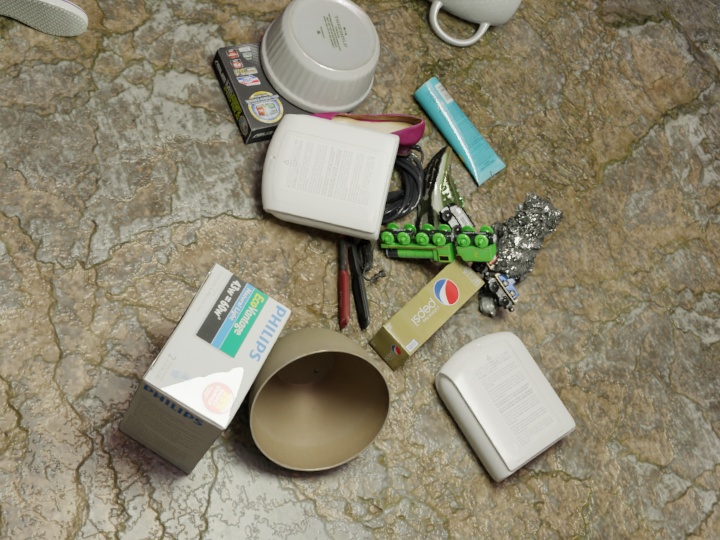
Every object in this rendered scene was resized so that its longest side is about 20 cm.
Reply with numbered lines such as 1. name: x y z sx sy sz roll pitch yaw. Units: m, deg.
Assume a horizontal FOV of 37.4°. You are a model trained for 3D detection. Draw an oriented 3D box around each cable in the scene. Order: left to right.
1. cable: 0.009 -0.165 1.762 0.197 0.051 0.166 19 67 -9

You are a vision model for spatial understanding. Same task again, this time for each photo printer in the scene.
1. photo printer: -0.052 -0.148 1.654 0.196 0.069 0.169 12 85 3
2. photo printer: 0.218 0.201 1.646 0.165 0.070 0.201 -27 77 -31

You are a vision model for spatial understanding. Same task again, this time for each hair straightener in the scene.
1. hair straightener: 0.000 0.000 1.680 0.076 0.041 0.203 7 58 -20

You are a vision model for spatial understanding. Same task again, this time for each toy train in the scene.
1. toy train: 0.122 -0.042 1.681 0.197 0.057 0.042 2 32 25
2. toy train: 0.195 -0.022 1.706 0.045 0.034 0.201 -34 91 -11

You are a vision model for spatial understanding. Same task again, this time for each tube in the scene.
1. tube: 0.173 -0.247 1.871 0.077 0.050 0.201 -36 87 -28

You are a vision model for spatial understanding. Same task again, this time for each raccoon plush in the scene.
1. raccoon plush: 0.269 -0.029 1.744 0.095 0.134 0.203 19 59 -14

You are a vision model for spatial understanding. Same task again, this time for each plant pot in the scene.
1. plant pot: -0.069 0.158 1.494 0.197 0.203 0.135 6 29 -20

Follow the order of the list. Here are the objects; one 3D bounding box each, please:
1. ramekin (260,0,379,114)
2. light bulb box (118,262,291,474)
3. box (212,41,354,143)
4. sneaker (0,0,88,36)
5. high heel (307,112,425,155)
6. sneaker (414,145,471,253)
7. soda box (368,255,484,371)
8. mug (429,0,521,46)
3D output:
1. ramekin: -0.059 -0.365 1.748 0.199 0.094 0.206 10 61 -18
2. light bulb box: -0.210 0.134 1.421 0.124 0.200 0.200 31 56 -5
3. box: -0.128 -0.306 1.771 0.197 0.044 0.162 -15 71 -29
4. sneaker: -0.514 -0.447 1.666 0.197 0.073 0.116 19 56 -13
5. high heel: 0.003 -0.233 1.705 0.197 0.096 0.068 15 64 -9
6. sneaker: 0.144 -0.111 1.781 0.087 0.077 0.203 19 65 -25
7. soda box: 0.105 0.065 1.668 0.064 0.068 0.199 46 57 6
8. mug: 0.201 -0.515 1.972 0.173 0.147 0.203 26 87 -16
